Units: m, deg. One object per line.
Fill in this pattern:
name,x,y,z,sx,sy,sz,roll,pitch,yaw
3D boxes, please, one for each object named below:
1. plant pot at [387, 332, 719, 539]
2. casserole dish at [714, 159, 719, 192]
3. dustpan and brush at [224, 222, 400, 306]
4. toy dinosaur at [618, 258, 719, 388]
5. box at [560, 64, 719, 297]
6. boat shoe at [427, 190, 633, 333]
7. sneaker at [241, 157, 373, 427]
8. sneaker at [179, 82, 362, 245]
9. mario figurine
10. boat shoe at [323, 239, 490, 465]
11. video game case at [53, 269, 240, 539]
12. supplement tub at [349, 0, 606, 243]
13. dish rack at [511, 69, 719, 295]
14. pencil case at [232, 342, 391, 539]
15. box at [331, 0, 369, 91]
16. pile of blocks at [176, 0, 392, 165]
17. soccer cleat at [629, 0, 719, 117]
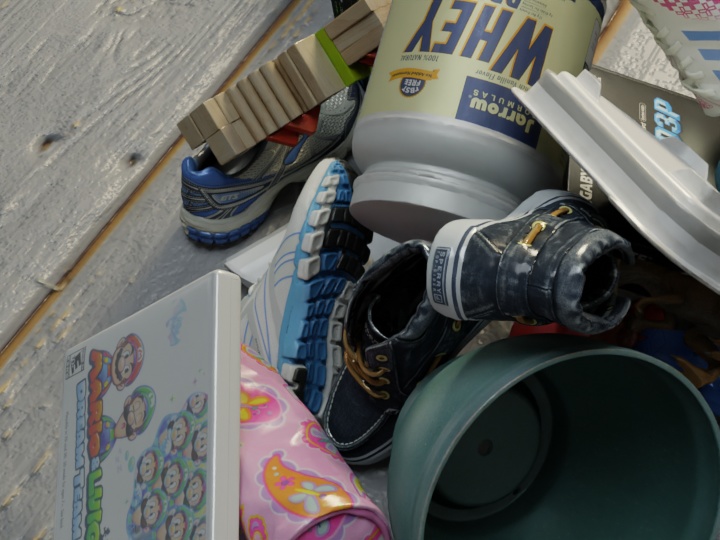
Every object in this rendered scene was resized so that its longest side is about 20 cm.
plant pot,0.097,0.123,0.909,0.200,0.200,0.134,-28,25,-15
casserole dish,0.317,-0.031,1.034,0.200,0.039,0.121,9,47,-33
dustpan and brush,0.000,0.000,1.105,0.140,0.057,0.200,-32,52,-18
toy dinosaur,0.235,0.032,0.940,0.200,0.060,0.106,22,40,8
box,0.214,-0.058,1.073,0.159,0.046,0.200,18,40,-4
boat shoe,0.123,-0.001,0.871,0.091,0.071,0.200,10,14,29
sneaker,-0.052,0.017,1.049,0.087,0.075,0.200,11,85,35
sneaker,-0.068,-0.108,1.198,0.077,0.085,0.200,25,56,28
mario figurine,0.196,0.073,1.012,0.200,0.123,0.106,17,95,14
boat shoe,0.014,0.051,0.963,0.091,0.200,0.071,-3,45,-49
video game case,-0.135,0.119,0.938,0.182,0.024,0.200,-26,56,44
supplement tub,0.077,-0.118,1.025,0.145,0.145,0.200,11,77,19
dish rack,0.189,-0.047,0.907,0.044,0.172,0.200,-51,39,15
pencil case,-0.059,0.122,0.929,0.087,0.087,0.200,-28,40,-15
box,0.075,-0.190,1.218,0.148,0.124,0.200,-21,48,-8
pile of blocks,-0.037,-0.135,1.123,0.200,0.062,0.082,-30,3,16
soccer cleat,0.227,-0.154,1.005,0.200,0.086,0.070,29,21,-2
